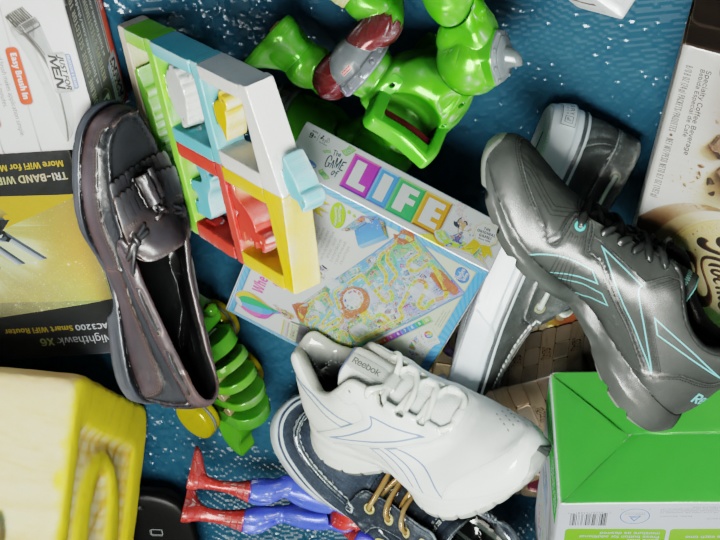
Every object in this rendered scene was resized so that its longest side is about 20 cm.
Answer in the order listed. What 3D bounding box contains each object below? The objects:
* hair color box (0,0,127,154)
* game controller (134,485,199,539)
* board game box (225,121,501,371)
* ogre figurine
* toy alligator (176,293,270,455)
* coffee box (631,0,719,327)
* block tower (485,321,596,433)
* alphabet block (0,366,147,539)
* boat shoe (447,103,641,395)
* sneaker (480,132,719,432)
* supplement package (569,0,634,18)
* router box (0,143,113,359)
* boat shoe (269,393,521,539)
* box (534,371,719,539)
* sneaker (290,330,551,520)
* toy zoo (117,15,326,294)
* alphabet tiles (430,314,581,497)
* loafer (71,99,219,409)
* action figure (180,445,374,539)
[{"bbox_3d":[-0.253,-0.130,1.473,0.198,0.064,0.112,-2,124,15],"label":"hair color box"},{"bbox_3d":[-0.207,0.189,1.691,0.198,0.042,0.105,-1,137,12],"label":"game controller"},{"bbox_3d":[0.000,0.000,1.467,0.134,0.034,0.200,27,152,0],"label":"board game box"},{"bbox_3d":[0.009,-0.119,1.404,0.120,0.098,0.200,43,111,-5],"label":"ogre figurine"},{"bbox_3d":[-0.102,0.042,1.550,0.054,0.059,0.201,7,132,44],"label":"toy alligator"},{"bbox_3d":[0.223,-0.055,1.409,0.112,0.080,0.201,15,126,5],"label":"coffee box"},{"bbox_3d":[0.149,0.066,1.519,0.199,0.058,0.054,-16,120,19],"label":"block tower"},{"bbox_3d":[-0.261,0.162,1.558,0.198,0.196,0.197,4,83,9],"label":"alphabet block"},{"bbox_3d":[0.111,-0.001,1.464,0.070,0.072,0.201,20,115,-5],"label":"boat shoe"},{"bbox_3d":[0.145,-0.005,1.385,0.079,0.075,0.200,-31,105,28],"label":"sneaker"},{"bbox_3d":[0.077,-0.236,1.275,0.199,0.114,0.110,33,94,-12],"label":"supplement package"},{"bbox_3d":[-0.253,-0.019,1.556,0.198,0.052,0.158,-4,123,15],"label":"router box"},{"bbox_3d":[0.032,0.146,1.557,0.200,0.091,0.071,37,82,-5],"label":"boat shoe"},{"bbox_3d":[0.211,0.146,1.489,0.198,0.097,0.177,-1,147,1],"label":"box"},{"bbox_3d":[0.028,0.090,1.465,0.199,0.075,0.087,10,141,43],"label":"sneaker"},{"bbox_3d":[-0.077,-0.066,1.411,0.020,0.200,0.132,-24,119,-23],"label":"toy zoo"},{"bbox_3d":[0.111,0.081,1.574,0.198,0.006,0.167,9,126,6],"label":"alphabet tiles"},{"bbox_3d":[-0.122,-0.007,1.466,0.063,0.072,0.201,13,123,37],"label":"loafer"},{"bbox_3d":[-0.018,0.158,1.630,0.198,0.052,0.066,12,132,-2],"label":"action figure"}]
